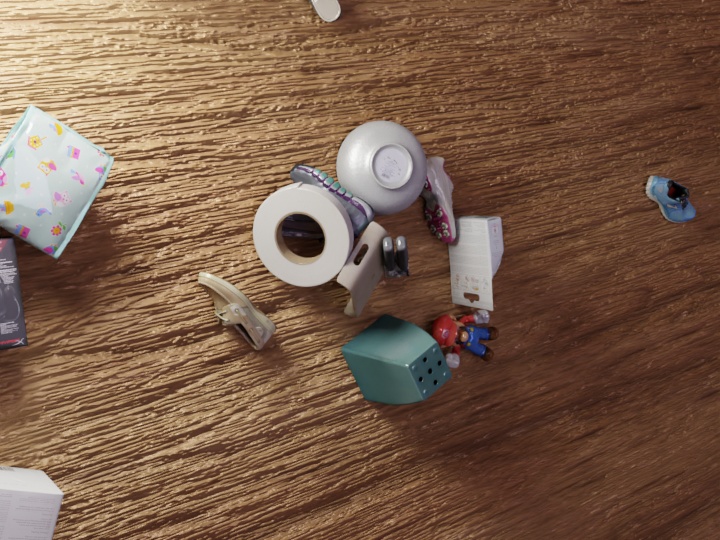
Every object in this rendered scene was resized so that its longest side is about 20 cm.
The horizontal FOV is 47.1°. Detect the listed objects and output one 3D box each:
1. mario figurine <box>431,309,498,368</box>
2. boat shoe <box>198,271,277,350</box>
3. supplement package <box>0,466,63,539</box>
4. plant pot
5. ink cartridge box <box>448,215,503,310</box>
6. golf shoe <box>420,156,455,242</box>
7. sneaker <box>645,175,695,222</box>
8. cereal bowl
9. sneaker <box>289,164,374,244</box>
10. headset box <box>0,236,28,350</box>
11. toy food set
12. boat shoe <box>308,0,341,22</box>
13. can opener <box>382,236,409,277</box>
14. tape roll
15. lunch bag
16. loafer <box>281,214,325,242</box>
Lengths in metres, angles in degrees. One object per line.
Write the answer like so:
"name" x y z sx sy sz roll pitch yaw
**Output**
"mario figurine" 0.249 0.158 1.904 0.199 0.106 0.125 16 50 -41
"boat shoe" -0.246 0.079 1.598 0.200 0.072 0.065 47 68 -33
"supplement package" -0.598 0.434 1.341 0.151 0.150 0.202 17 84 -34
"plant pot" 0.088 0.199 1.748 0.141 0.199 0.142 -35 112 -26
"ink cartridge box" 0.261 -0.022 1.870 0.057 0.162 0.202 -14 101 -27
"golf shoe" 0.184 -0.163 1.863 0.091 0.075 0.202 -33 112 -30
"sneaker" 0.882 -0.194 2.309 0.199 0.090 0.079 30 77 -32
"cereal bowl" 0.054 -0.217 1.736 0.198 0.083 0.203 -1 92 -18
"sneaker" -0.072 -0.134 1.642 0.199 0.075 0.088 32 68 13
"headset box" -0.631 0.032 1.335 0.148 0.077 0.202 -10 98 -33
"toy food set" 0.000 0.000 1.698 0.060 0.200 0.144 27 73 14
"boat shoe" -0.098 -0.594 1.662 0.066 0.057 0.201 -25 106 8
"can opener" 0.073 -0.035 1.707 0.053 0.200 0.068 -4 69 3
"tape roll" -0.112 -0.068 1.613 0.037 0.201 0.205 -55 129 -65
"lunch bag" -0.526 -0.149 1.367 0.170 0.122 0.201 35 80 -29
"loafer" -0.093 -0.086 1.696 0.198 0.072 0.064 11 106 -27
